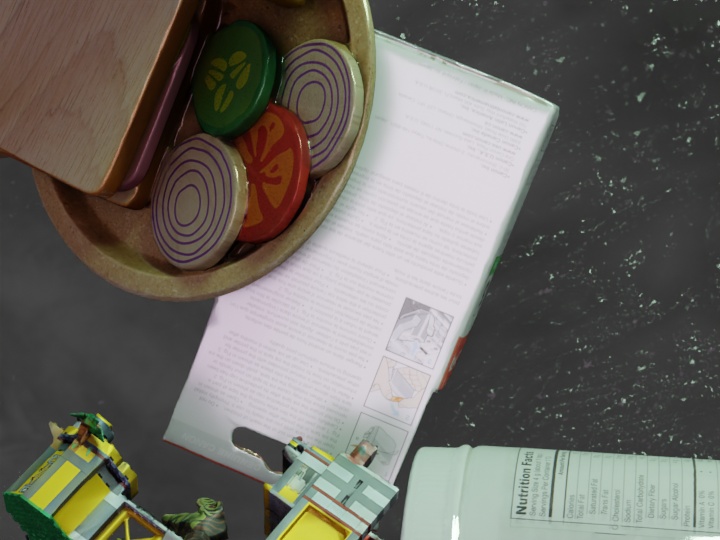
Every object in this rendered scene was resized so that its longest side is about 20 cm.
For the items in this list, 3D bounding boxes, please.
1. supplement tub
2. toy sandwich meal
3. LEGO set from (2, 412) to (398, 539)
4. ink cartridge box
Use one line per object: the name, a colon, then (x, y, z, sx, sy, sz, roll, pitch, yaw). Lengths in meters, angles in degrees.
supplement tub: (0.119, 0.142, 0.784, 0.199, 0.132, 0.132, 2, 93, 8)
toy sandwich meal: (-0.088, -0.085, 0.804, 0.205, 0.070, 0.206, -4, 82, 31)
LEGO set: (-0.057, 0.122, 0.800, 0.154, 0.200, 0.116, 28, 58, 26)
ink cartridge box: (0.000, 0.000, 0.834, 0.109, 0.050, 0.200, 23, 97, 6)
